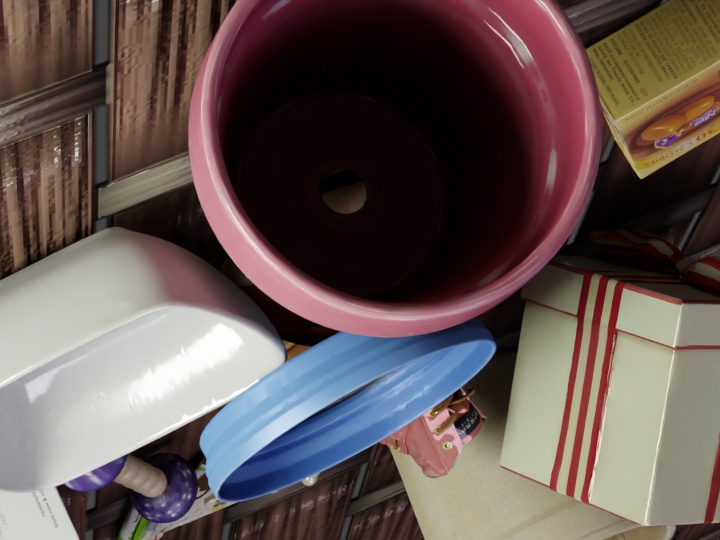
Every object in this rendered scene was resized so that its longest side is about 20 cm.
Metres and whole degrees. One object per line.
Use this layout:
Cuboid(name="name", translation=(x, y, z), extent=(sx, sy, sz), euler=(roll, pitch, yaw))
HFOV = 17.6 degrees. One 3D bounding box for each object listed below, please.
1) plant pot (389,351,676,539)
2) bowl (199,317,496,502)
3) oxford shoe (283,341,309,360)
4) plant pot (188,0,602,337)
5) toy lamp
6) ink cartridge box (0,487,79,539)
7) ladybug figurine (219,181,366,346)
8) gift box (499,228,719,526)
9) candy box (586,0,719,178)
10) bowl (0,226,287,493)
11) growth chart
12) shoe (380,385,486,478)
Cuboid(name="plant pot", translation=(0.117, 0.172, 1.840), extent=(0.200, 0.184, 0.200), euler=(-25, 159, -10))
Cuboid(name="bowl", translation=(-0.011, 0.079, 1.453), extent=(0.201, 0.039, 0.201), euler=(-27, 166, -7))
Cuboid(name="oxford shoe", translation=(-0.030, 0.079, 1.600), extent=(0.071, 0.071, 0.200), euler=(-15, 157, -32))
Cuboid(name="plant pot", translation=(0.004, -0.055, 1.190), extent=(0.200, 0.200, 0.179), euler=(-23, 173, -16))
Cuboid(name="toy lamp", translation=(-0.164, 0.130, 1.567), extent=(0.058, 0.058, 0.200), euler=(-31, 162, 6))
Cuboid(name="ink cartridge box", translation=(-0.290, 0.206, 1.539), extent=(0.200, 0.085, 0.145), euler=(-22, 158, -14))
Cuboid(name="ladybug figurine", translation=(0.000, 0.000, 1.450), extent=(0.200, 0.072, 0.136), euler=(-10, 152, -41))
Cuboid(name="gift box", translation=(0.227, 0.071, 1.694), extent=(0.200, 0.185, 0.187), euler=(-1, 103, -43))
Cuboid(name="candy box", translation=(0.240, -0.145, 1.446), extent=(0.200, 0.056, 0.117), euler=(-29, 159, 4))
Cuboid(name="bowl", translation=(-0.158, 0.047, 1.340), extent=(0.200, 0.075, 0.200), euler=(-27, 159, 11))
Cuboid(name="growth chart", translation=(-0.098, 0.160, 1.774), extent=(0.200, 0.018, 0.145), euler=(-21, 157, -22))
Cuboid(name="shoe", translation=(0.053, 0.081, 1.650), extent=(0.071, 0.091, 0.200), euler=(-52, 175, -29))
